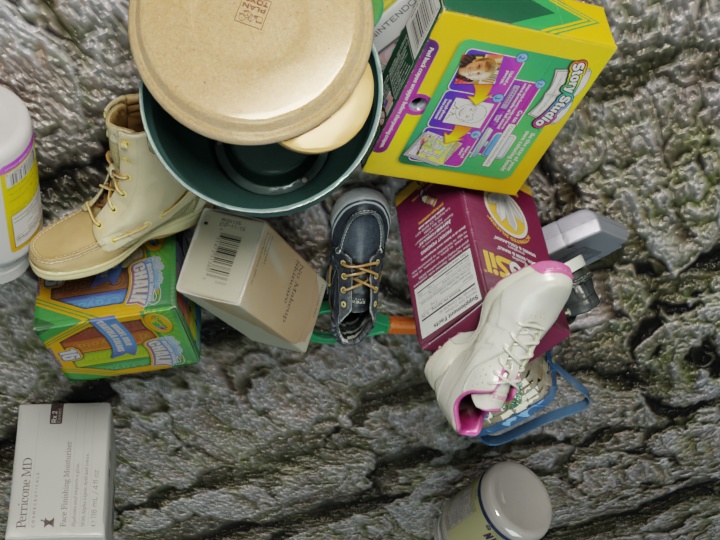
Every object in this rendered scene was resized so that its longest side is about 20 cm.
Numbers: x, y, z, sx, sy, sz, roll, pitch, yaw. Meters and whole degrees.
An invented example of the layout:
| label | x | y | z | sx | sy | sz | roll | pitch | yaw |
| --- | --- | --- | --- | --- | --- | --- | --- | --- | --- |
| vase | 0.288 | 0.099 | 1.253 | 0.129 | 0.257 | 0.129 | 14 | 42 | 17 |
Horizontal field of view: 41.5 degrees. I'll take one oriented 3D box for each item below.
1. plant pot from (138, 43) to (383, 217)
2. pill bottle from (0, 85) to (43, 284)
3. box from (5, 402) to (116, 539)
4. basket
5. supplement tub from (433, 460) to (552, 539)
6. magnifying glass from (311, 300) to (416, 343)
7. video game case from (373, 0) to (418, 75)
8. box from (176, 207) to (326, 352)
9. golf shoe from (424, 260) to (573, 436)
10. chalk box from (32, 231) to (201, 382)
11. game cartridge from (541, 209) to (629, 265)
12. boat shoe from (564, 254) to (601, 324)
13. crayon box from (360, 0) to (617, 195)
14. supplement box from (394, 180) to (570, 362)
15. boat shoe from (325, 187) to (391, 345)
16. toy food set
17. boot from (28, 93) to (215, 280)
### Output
| label | x | y | z | sx | sy | sz | roll | pitch | yaw |
| --- | --- | --- | --- | --- | --- | --- | --- | --- | --- |
| plant pot | -0.081 | -0.136 | 0.827 | 0.197 | 0.204 | 0.134 | -6 | 172 | -2 |
| pill bottle | -0.360 | -0.074 | 0.906 | 0.102 | 0.106 | 0.201 | 2 | 143 | -13 |
| box | -0.420 | 0.323 | 1.353 | 0.128 | 0.201 | 0.201 | 0 | 144 | -12 |
| basket | 0.195 | 0.161 | 1.301 | 0.175 | 0.140 | 0.199 | -31 | 128 | 27 |
| supplement tub | 0.231 | 0.444 | 1.689 | 0.143 | 0.147 | 0.200 | 12 | 140 | -25 |
| magnifying glass | 0.017 | 0.070 | 1.249 | 0.197 | 0.023 | 0.080 | 4 | 142 | -13 |
| video game case | 0.098 | -0.208 | 0.880 | 0.180 | 0.026 | 0.199 | -35 | 136 | 31 |
| box | -0.112 | 0.016 | 1.031 | 0.077 | 0.096 | 0.200 | 12 | 167 | 20 |
| golf shoe | 0.135 | 0.076 | 0.877 | 0.074 | 0.092 | 0.201 | 13 | 133 | -26 |
| chalk box | -0.243 | 0.031 | 1.055 | 0.196 | 0.125 | 0.126 | -9 | 145 | 1 |
| game cartridge | 0.210 | -0.010 | 1.127 | 0.199 | 0.041 | 0.133 | -30 | 163 | 27 |
| boat shoe | 0.227 | 0.036 | 1.094 | 0.075 | 0.061 | 0.200 | -27 | 171 | 0 |
| crayon box | 0.109 | -0.164 | 0.872 | 0.170 | 0.059 | 0.201 | 5 | 143 | -21 |
| supplement box | 0.124 | -0.010 | 1.005 | 0.130 | 0.202 | 0.103 | 21 | 136 | -35 |
| boat shoe | 0.000 | 0.000 | 1.087 | 0.070 | 0.092 | 0.202 | -1 | 143 | -9 |
| toy food set | -0.081 | -0.194 | 0.739 | 0.196 | 0.202 | 0.049 | 4 | 173 | -2 |
| boot | -0.237 | -0.083 | 0.910 | 0.198 | 0.073 | 0.157 | -24 | 147 | -19 |
